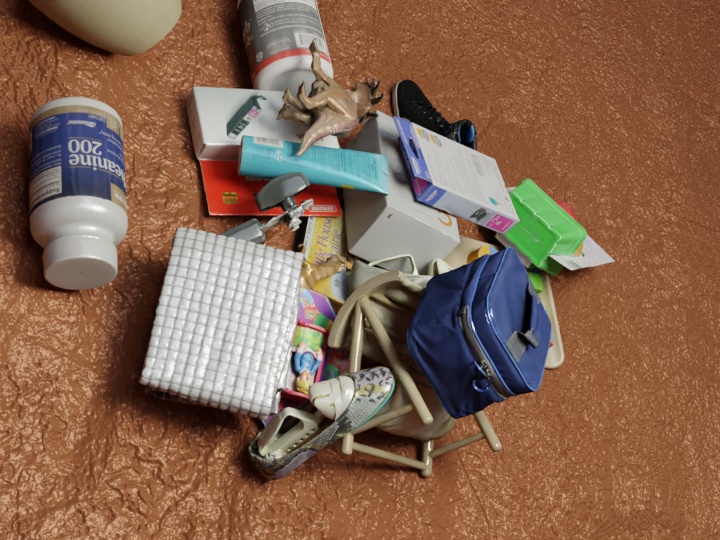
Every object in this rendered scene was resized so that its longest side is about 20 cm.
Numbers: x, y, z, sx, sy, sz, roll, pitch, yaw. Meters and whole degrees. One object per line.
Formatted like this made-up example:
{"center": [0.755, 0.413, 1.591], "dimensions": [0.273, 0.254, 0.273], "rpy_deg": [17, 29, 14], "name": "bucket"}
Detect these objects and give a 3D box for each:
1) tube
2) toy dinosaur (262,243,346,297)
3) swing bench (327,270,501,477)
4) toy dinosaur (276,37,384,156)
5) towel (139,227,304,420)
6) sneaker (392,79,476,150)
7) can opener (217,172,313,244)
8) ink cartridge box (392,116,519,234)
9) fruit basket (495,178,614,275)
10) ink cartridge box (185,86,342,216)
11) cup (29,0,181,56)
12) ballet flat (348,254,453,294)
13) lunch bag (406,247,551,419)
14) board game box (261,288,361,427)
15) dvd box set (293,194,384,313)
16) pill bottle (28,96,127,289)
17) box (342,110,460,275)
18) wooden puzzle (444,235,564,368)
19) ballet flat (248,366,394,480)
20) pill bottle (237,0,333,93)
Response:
{"center": [-0.059, -0.137, 1.504], "dimensions": [0.196, 0.051, 0.078], "rpy_deg": [7, 49, -10], "name": "tube"}
{"center": [-0.098, 0.023, 1.458], "dimensions": [0.106, 0.061, 0.200], "rpy_deg": [45, 64, 6], "name": "toy dinosaur"}
{"center": [0.063, 0.131, 1.454], "dimensions": [0.198, 0.128, 0.203], "rpy_deg": [27, 46, -51], "name": "swing bench"}
{"center": [-0.030, -0.212, 1.529], "dimensions": [0.134, 0.086, 0.202], "rpy_deg": [28, 36, -16], "name": "toy dinosaur"}
{"center": [-0.158, 0.065, 1.348], "dimensions": [0.163, 0.086, 0.203], "rpy_deg": [13, 70, -11], "name": "towel"}
{"center": [0.121, -0.217, 1.745], "dimensions": [0.072, 0.112, 0.203], "rpy_deg": [-4, 67, -38], "name": "sneaker"}
{"center": [-0.145, -0.053, 1.452], "dimensions": [0.198, 0.053, 0.067], "rpy_deg": [-31, 88, -19], "name": "can opener"}
{"center": [0.122, -0.129, 1.585], "dimensions": [0.198, 0.042, 0.121], "rpy_deg": [21, 40, -38], "name": "ink cartridge box"}
{"center": [0.286, -0.062, 1.781], "dimensions": [0.185, 0.094, 0.199], "rpy_deg": [45, 20, 20], "name": "fruit basket"}
{"center": [-0.122, -0.158, 1.553], "dimensions": [0.197, 0.044, 0.176], "rpy_deg": [-1, 60, -27], "name": "ink cartridge box"}
{"center": [-0.308, -0.360, 1.479], "dimensions": [0.144, 0.198, 0.202], "rpy_deg": [53, 40, -37], "name": "cup"}
{"center": [0.082, 0.012, 1.535], "dimensions": [0.196, 0.067, 0.065], "rpy_deg": [3, 80, -10], "name": "ballet flat"}
{"center": [0.149, 0.071, 1.371], "dimensions": [0.137, 0.131, 0.201], "rpy_deg": [57, 27, -17], "name": "lunch bag"}
{"center": [-0.064, 0.119, 1.421], "dimensions": [0.157, 0.039, 0.203], "rpy_deg": [-31, 101, -32], "name": "board game box"}
{"center": [0.000, 0.000, 1.587], "dimensions": [0.198, 0.029, 0.148], "rpy_deg": [27, 52, -22], "name": "dvd box set"}
{"center": [-0.324, -0.087, 1.341], "dimensions": [0.109, 0.111, 0.203], "rpy_deg": [9, 60, -32], "name": "pill bottle"}
{"center": [0.051, -0.102, 1.606], "dimensions": [0.123, 0.098, 0.202], "rpy_deg": [24, 38, -26], "name": "box"}
{"center": [0.214, 0.041, 1.712], "dimensions": [0.197, 0.046, 0.188], "rpy_deg": [11, 59, -32], "name": "wooden puzzle"}
{"center": [-0.052, 0.169, 1.341], "dimensions": [0.072, 0.199, 0.072], "rpy_deg": [48, 13, -16], "name": "ballet flat"}
{"center": [-0.112, -0.344, 1.644], "dimensions": [0.114, 0.116, 0.203], "rpy_deg": [3, 63, -35], "name": "pill bottle"}
